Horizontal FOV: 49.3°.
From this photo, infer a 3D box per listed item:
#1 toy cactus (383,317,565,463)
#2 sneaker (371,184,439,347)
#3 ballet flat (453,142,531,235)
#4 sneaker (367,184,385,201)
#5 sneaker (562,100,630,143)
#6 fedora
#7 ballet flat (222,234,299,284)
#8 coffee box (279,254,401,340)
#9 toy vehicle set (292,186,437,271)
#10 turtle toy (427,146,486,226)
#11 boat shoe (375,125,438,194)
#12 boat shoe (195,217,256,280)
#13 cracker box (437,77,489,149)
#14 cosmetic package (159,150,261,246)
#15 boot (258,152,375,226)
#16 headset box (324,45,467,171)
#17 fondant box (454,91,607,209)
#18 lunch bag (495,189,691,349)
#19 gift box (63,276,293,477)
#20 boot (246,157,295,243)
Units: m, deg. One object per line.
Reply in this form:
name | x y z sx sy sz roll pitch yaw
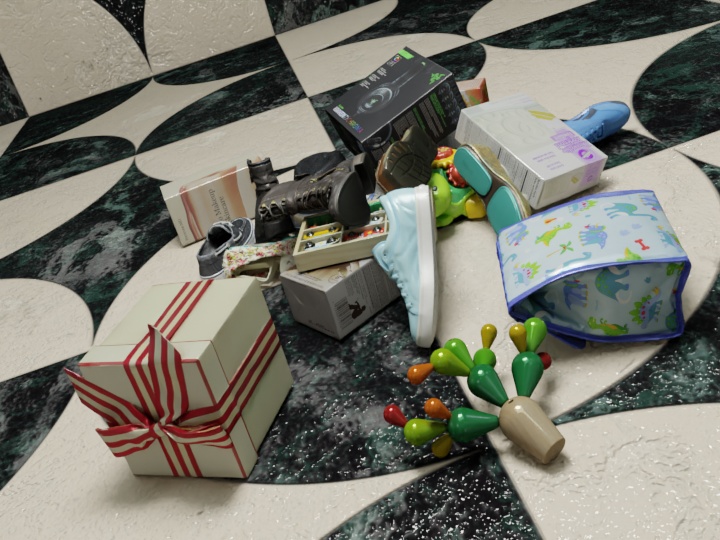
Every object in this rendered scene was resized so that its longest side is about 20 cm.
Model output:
toy cactus | 0.136 0.136 0.805 0.197 0.104 0.165 -28 48 -24
sneaker | 0.056 -0.003 0.992 0.080 0.205 0.074 -4 -13 10
ballet flat | 0.209 -0.112 1.155 0.069 0.071 0.202 -23 60 -12
sneaker | 0.019 -0.089 1.289 0.084 0.078 0.200 19 51 34
sneaker | 0.373 -0.226 1.333 0.196 0.067 0.079 -18 39 0
fedora | -0.070 -0.156 1.417 0.196 0.093 0.202 -14 27 7
ballet flat | -0.131 -0.010 1.240 0.196 0.076 0.065 -10 59 24
coffee box | 0.000 0.000 1.111 0.198 0.081 0.112 -35 31 -30
toy vehicle set | 0.009 -0.059 1.095 0.195 0.027 0.125 -13 27 9
turtle toy | 0.133 -0.135 1.256 0.142 0.103 0.201 -3 31 25
boat shoe | 0.061 -0.147 1.152 0.074 0.076 0.200 -40 6 29
boat shoe | -0.234 -0.052 1.353 0.070 0.069 0.201 -7 30 19
cracker box | 0.145 -0.269 1.454 0.195 0.137 0.058 -3 30 24
cosmetic package | -0.269 -0.139 1.494 0.196 0.105 0.087 -24 27 -10
boot | -0.070 -0.098 1.129 0.170 0.071 0.201 -15 22 18
headset box | 0.065 -0.269 1.319 0.198 0.093 0.175 -36 37 -2
fondant box | 0.264 -0.193 1.230 0.142 0.059 0.201 -20 52 -29
lunch bag | 0.261 -0.002 0.917 0.194 0.130 0.171 -3 30 6
gift box | -0.206 0.117 0.901 0.180 0.203 0.188 -10 29 24
boot | -0.154 -0.120 1.310 0.068 0.135 0.200 -18 3 -16
